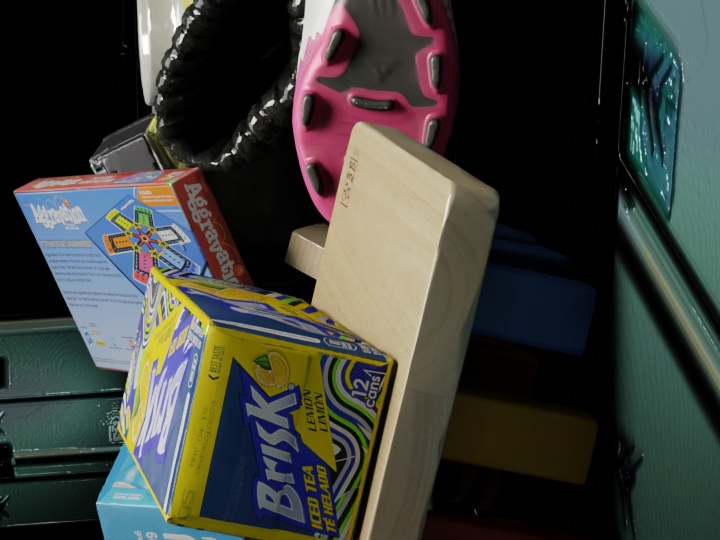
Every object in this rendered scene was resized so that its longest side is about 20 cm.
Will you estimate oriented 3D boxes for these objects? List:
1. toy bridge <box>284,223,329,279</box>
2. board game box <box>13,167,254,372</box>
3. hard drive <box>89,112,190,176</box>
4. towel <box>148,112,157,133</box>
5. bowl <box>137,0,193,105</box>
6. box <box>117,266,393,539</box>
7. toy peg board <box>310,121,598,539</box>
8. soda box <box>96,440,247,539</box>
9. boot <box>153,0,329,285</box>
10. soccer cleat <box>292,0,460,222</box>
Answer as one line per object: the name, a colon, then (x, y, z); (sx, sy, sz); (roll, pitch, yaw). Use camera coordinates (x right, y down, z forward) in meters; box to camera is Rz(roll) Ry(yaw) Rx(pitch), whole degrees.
toy bridge: (0.000, 0.000, 1.127); (0.067, 0.027, 0.200); (29, 115, 28)
board game box: (-0.102, 0.003, 1.193); (0.200, 0.019, 0.103); (2, 120, 62)
hard drive: (-0.092, -0.011, 1.323); (0.140, 0.038, 0.200); (63, -179, -7)
towel: (-0.053, -0.161, 1.240); (0.200, 0.018, 0.086); (-69, -11, 19)
bowl: (-0.066, -0.133, 1.380); (0.200, 0.108, 0.200); (177, 90, -82)
box: (-0.043, 0.045, 0.896); (0.200, 0.064, 0.070); (-154, 76, -78)
toy peg board: (0.036, 0.063, 0.901); (0.200, 0.098, 0.199); (-135, 58, -77)
soda box: (-0.063, 0.164, 1.148); (0.064, 0.068, 0.200); (-68, -25, -52)
boot: (-0.046, -0.066, 1.176); (0.158, 0.079, 0.211); (-69, -14, -64)
soccer cleat: (0.010, -0.117, 1.055); (0.086, 0.070, 0.200); (-57, -31, -77)
